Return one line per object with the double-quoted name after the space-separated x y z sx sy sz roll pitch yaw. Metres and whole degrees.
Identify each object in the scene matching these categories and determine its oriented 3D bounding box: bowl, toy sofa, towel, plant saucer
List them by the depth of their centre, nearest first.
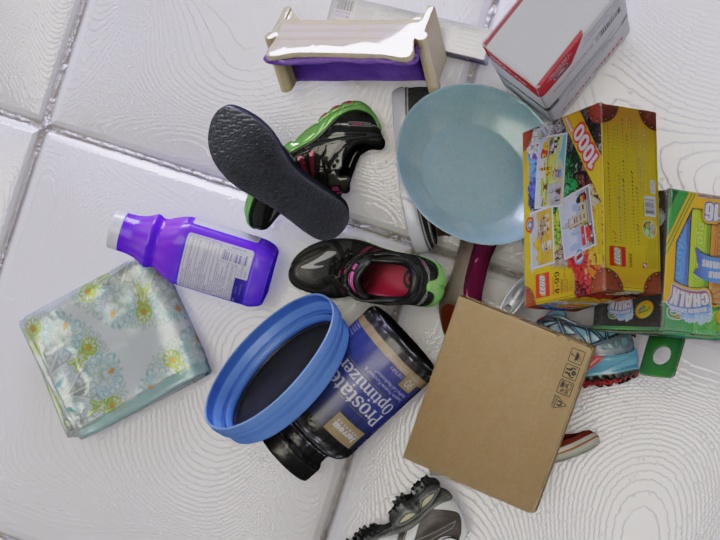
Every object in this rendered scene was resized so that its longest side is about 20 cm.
0.132 -0.116 1.648 0.200 0.039 0.202 5 69 -13 "plant saucer"
-0.094 0.114 1.653 0.201 0.201 0.039 -43 113 5 "bowl"
-0.007 -0.246 1.674 0.199 0.083 0.098 3 48 20 "toy sofa"
-0.300 0.092 1.757 0.200 0.048 0.171 -27 83 7 "towel"

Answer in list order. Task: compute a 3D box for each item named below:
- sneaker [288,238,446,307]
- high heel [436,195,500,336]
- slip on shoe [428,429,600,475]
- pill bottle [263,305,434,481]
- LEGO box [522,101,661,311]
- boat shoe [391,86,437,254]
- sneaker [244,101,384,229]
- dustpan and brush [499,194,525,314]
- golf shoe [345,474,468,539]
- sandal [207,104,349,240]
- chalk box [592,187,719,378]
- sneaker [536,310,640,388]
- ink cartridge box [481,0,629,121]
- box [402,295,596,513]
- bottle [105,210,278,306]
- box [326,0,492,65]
0.000 0.000 1.679 0.200 0.084 0.077 3 88 28 "sneaker"
0.143 0.010 1.683 0.096 0.067 0.201 -9 103 -25 "high heel"
0.173 0.198 1.654 0.199 0.074 0.061 -7 82 15 "slip on shoe"
-0.019 0.145 1.670 0.200 0.112 0.112 -44 80 5 "pill bottle"
0.247 -0.065 1.561 0.077 0.149 0.201 5 79 -27 "LEGO box"
0.080 -0.121 1.696 0.066 0.070 0.201 -8 77 11 "boat shoe"
-0.056 -0.114 1.704 0.200 0.077 0.084 -41 78 7 "sneaker"
0.222 -0.027 1.662 0.139 0.057 0.200 35 93 11 "dustpan and brush"
0.036 0.329 1.666 0.200 0.078 0.095 -40 93 16 "golf shoe"
-0.098 -0.110 1.654 0.076 0.043 0.200 -41 109 14 "sandal"
0.341 0.017 1.584 0.124 0.125 0.201 5 88 -27 "chalk box"
0.216 0.089 1.659 0.199 0.079 0.096 -4 74 3 "sneaker"
0.222 -0.259 1.609 0.084 0.200 0.144 40 94 14 "ink cartridge box"
0.152 0.147 1.606 0.163 0.021 0.200 22 101 17 "box"
-0.201 -0.021 1.719 0.200 0.065 0.084 16 112 1 "bottle"
0.059 -0.287 1.720 0.200 0.039 0.042 14 90 11 "box"
